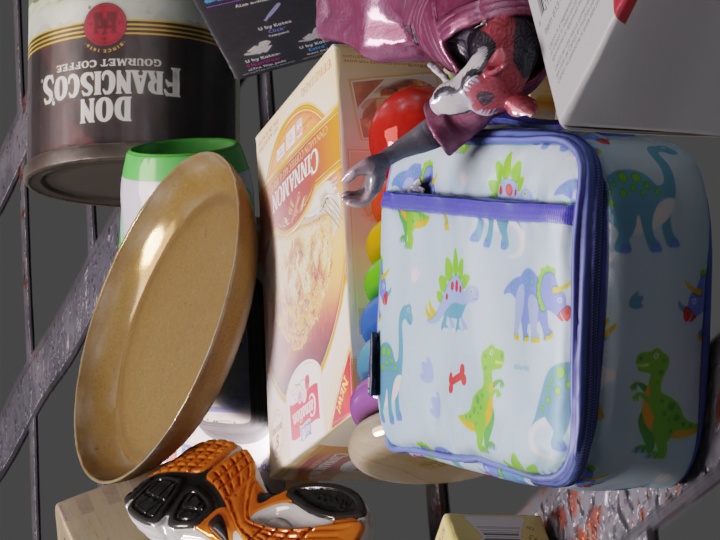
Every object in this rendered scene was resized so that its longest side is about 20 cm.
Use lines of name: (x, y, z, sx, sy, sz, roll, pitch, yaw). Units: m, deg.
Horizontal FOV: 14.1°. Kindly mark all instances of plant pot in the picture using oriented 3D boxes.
plant pot: (-0.109, 0.030, 1.681, 0.200, 0.027, 0.201, -46, 33, 43)

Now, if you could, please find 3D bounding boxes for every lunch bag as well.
lunch bag: (0.076, 0.011, 1.301, 0.200, 0.082, 0.162, -169, 82, -64)

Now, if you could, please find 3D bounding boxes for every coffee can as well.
coffee can: (-0.151, -0.155, 1.949, 0.146, 0.145, 0.202, 148, 122, -69)

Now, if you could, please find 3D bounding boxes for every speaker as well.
speaker: (-0.105, 0.021, 1.841, 0.088, 0.088, 0.202, -153, 58, -70)

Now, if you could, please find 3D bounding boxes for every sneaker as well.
sneaker: (-0.055, 0.157, 1.579, 0.200, 0.076, 0.092, 18, 138, 53)

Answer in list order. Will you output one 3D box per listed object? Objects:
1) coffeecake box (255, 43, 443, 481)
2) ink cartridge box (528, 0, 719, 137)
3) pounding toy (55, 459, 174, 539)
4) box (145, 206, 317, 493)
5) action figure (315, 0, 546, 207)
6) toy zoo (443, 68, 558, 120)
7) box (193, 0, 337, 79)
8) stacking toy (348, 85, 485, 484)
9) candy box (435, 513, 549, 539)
coffeecake box: (0.000, 0.000, 1.576, 0.153, 0.073, 0.202, 138, 132, -65)
ink cartridge box: (0.122, -0.179, 1.208, 0.146, 0.082, 0.201, 114, 153, -49)
pounding toy: (-0.077, 0.211, 1.684, 0.201, 0.141, 0.185, 94, 152, -56)
box: (-0.078, 0.068, 1.761, 0.118, 0.041, 0.202, 12, 100, 31)
action figure: (0.048, -0.113, 1.299, 0.200, 0.148, 0.135, -125, 33, -54)
toy zoo: (0.088, -0.123, 1.406, 0.200, 0.020, 0.132, -129, 45, -64)
box: (-0.054, -0.214, 1.588, 0.200, 0.105, 0.123, 61, -163, -59)
stacking toy: (0.031, 0.001, 1.463, 0.085, 0.085, 0.201, 131, 139, -63)
candy box: (0.072, 0.222, 1.350, 0.201, 0.055, 0.116, -109, 28, -49)
